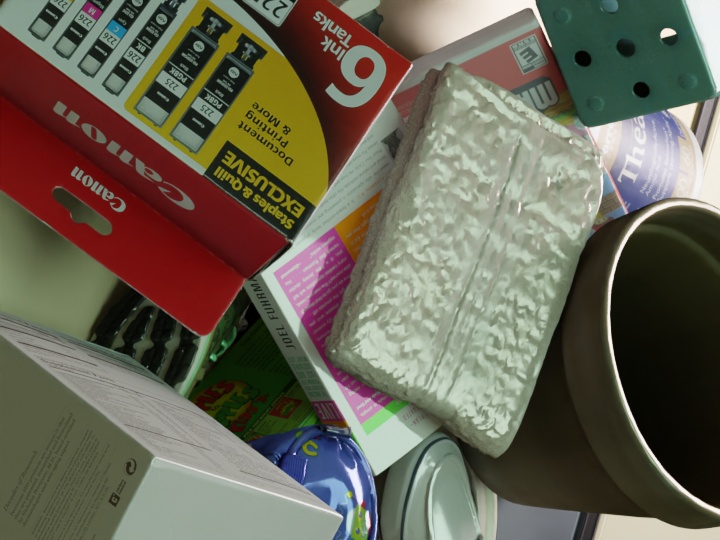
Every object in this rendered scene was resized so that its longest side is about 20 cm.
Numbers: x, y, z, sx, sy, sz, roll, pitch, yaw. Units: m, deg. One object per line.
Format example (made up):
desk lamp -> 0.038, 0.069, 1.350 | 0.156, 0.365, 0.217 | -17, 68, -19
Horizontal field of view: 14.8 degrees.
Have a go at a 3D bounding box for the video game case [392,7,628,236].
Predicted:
video game case -> 0.076, -0.061, 1.723 | 0.142, 0.017, 0.200 | -25, 133, 6

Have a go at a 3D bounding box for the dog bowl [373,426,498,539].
dog bowl -> -0.003, 0.165, 1.747 | 0.200, 0.074, 0.201 | -11, 104, -47

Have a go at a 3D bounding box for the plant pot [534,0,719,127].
plant pot -> 0.187, -0.178, 1.714 | 0.142, 0.141, 0.200 | 67, 28, -20

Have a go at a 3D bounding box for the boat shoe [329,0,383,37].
boat shoe -> -0.053, -0.117, 1.640 | 0.200, 0.074, 0.061 | -33, 116, -50

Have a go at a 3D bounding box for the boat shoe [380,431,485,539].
boat shoe -> 0.062, 0.196, 1.722 | 0.073, 0.065, 0.201 | -27, 117, -42

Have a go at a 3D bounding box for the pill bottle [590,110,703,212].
pill bottle -> 0.130, -0.083, 1.819 | 0.200, 0.111, 0.112 | 23, 80, -48

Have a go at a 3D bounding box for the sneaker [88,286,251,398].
sneaker -> -0.092, 0.031, 1.626 | 0.201, 0.077, 0.089 | -63, 144, -16

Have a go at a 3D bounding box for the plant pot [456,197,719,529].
plant pot -> 0.156, 0.073, 1.720 | 0.199, 0.173, 0.201 | 17, 65, -39

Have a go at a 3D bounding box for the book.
book -> 0.000, 0.000, 1.608 | 0.133, 0.048, 0.201 | -38, 108, -30

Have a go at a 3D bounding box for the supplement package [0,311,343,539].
supplement package -> -0.148, 0.133, 1.455 | 0.150, 0.200, 0.152 | 22, 98, -47

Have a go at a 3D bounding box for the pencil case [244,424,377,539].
pencil case -> -0.080, 0.135, 1.563 | 0.087, 0.199, 0.078 | 40, 55, -33

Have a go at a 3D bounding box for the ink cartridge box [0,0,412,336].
ink cartridge box -> -0.104, -0.094, 1.501 | 0.200, 0.084, 0.176 | 36, 66, -7

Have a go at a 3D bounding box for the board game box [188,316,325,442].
board game box -> -0.024, 0.059, 1.680 | 0.200, 0.101, 0.048 | -48, 129, -31

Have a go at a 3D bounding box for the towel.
towel -> 0.062, -0.009, 1.607 | 0.132, 0.034, 0.201 | 30, 71, -24
